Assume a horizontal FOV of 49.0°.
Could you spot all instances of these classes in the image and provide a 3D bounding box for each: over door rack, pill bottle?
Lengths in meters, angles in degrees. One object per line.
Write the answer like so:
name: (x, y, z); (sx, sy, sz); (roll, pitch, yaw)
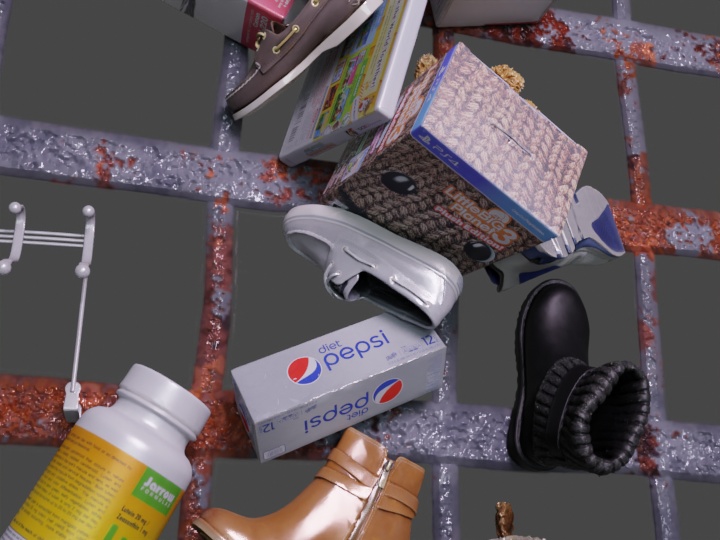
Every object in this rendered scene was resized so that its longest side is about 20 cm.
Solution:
over door rack: (-0.318, 0.032, 0.708); (0.144, 0.067, 0.205); (3, 73, -12)
pill bottle: (-0.211, 0.187, 0.663); (0.110, 0.111, 0.202); (31, 69, -3)

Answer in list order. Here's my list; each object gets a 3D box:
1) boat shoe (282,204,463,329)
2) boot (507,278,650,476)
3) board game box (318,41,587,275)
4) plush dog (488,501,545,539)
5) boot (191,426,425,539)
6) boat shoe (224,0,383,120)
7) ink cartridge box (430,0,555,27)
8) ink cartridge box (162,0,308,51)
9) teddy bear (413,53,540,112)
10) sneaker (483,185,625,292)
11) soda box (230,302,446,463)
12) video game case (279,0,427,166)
boat shoe: (0.000, 0.000, 0.770); (0.197, 0.073, 0.069); (26, 58, 14)
boot: (0.215, 0.095, 0.773); (0.078, 0.158, 0.216); (12, 71, -10)
board game box: (0.080, -0.086, 0.746); (0.158, 0.199, 0.098); (34, 62, -16)
plush dog: (0.156, 0.287, 0.692); (0.196, 0.172, 0.164); (11, 71, -10)
boot: (-0.041, 0.214, 0.722); (0.198, 0.073, 0.157); (31, 69, -16)
boat shoe: (-0.069, -0.229, 0.798); (0.060, 0.198, 0.072); (49, 26, -15)
ink cartridge box: (0.145, -0.404, 0.947); (0.144, 0.086, 0.204); (-7, 74, -15)
ink cartridge box: (-0.146, -0.348, 0.858); (0.197, 0.085, 0.148); (26, 69, -3)
teddy bear: (0.112, -0.179, 0.880); (0.195, 0.067, 0.148); (0, 71, -14)
sneaker: (0.192, -0.032, 0.851); (0.197, 0.114, 0.082); (-5, 75, -46)
soda box: (-0.019, 0.103, 0.751); (0.197, 0.064, 0.069); (-20, 46, -19)
video game case: (-0.003, -0.217, 0.806); (0.023, 0.181, 0.204); (28, 67, -29)
